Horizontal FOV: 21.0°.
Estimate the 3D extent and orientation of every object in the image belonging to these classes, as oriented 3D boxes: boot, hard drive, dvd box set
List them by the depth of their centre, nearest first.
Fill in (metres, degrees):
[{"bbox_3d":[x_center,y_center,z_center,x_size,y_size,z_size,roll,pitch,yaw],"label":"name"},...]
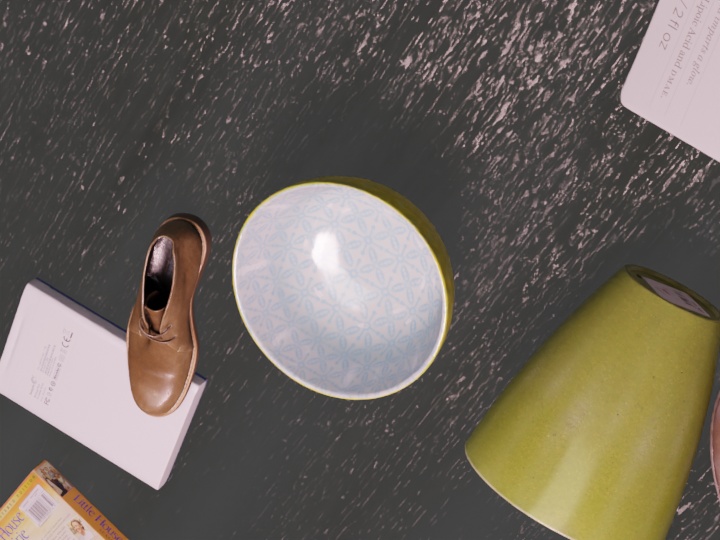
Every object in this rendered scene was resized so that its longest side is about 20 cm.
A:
[{"bbox_3d":[-0.189,0.050,1.804,0.073,0.075,0.201,13,110,10],"label":"boot"},{"bbox_3d":[-0.257,0.111,1.902,0.200,0.025,0.132,30,119,11],"label":"hard drive"},{"bbox_3d":[-0.294,0.308,1.996,0.200,0.029,0.146,43,122,2],"label":"dvd box set"}]

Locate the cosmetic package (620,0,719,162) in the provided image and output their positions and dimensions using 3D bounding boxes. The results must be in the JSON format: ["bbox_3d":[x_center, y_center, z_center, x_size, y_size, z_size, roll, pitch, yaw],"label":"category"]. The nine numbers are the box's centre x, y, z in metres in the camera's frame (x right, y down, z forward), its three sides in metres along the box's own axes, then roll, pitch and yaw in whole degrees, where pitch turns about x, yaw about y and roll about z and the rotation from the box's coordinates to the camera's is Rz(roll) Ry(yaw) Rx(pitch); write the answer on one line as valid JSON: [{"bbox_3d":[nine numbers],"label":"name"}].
[{"bbox_3d":[0.333,-0.158,1.420,0.200,0.165,0.165,34,121,27],"label":"cosmetic package"}]

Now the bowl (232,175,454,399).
[{"bbox_3d":[0.000,0.000,1.693,0.200,0.108,0.201,9,115,21],"label":"bowl"}]

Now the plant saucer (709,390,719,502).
[{"bbox_3d":[0.355,0.172,1.592,0.200,0.032,0.201,43,140,53],"label":"plant saucer"}]

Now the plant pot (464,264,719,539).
[{"bbox_3d":[0.214,0.103,1.616,0.187,0.187,0.200,29,105,11],"label":"plant pot"}]
